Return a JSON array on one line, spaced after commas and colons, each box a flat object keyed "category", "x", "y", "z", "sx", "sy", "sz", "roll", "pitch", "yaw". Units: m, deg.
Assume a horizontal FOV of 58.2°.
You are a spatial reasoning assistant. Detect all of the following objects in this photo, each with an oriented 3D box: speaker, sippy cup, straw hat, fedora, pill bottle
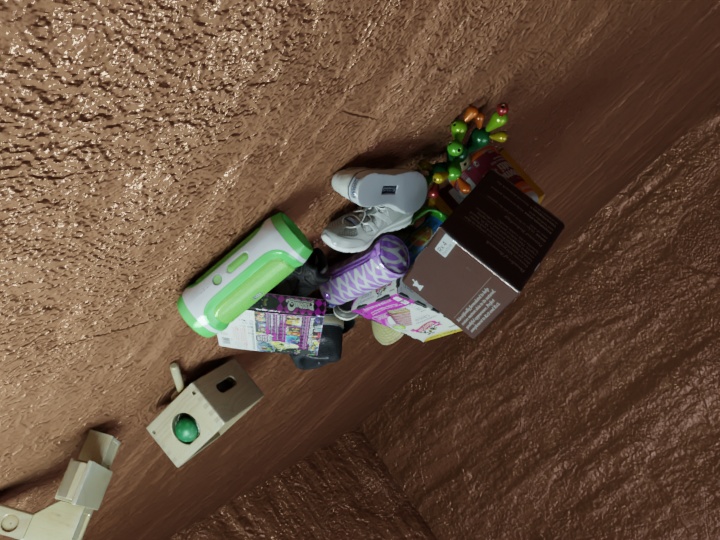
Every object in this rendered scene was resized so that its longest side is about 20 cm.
[{"category": "speaker", "x": -0.167, "y": 0.007, "z": 0.936, "sx": 0.200, "sy": 0.089, "sz": 0.088, "roll": -40, "pitch": 163, "yaw": 6}, {"category": "sippy cup", "x": 0.137, "y": -0.030, "z": 1.295, "sx": 0.130, "sy": 0.178, "sz": 0.140, "roll": -36, "pitch": 177, "yaw": -11}, {"category": "straw hat", "x": 0.041, "y": 0.057, "z": 1.432, "sx": 0.085, "sy": 0.201, "sz": 0.201, "roll": 19, "pitch": 131, "yaw": -27}, {"category": "fedora", "x": -0.096, "y": 0.152, "z": 1.347, "sx": 0.200, "sy": 0.092, "sz": 0.201, "roll": -11, "pitch": 161, "yaw": -4}, {"category": "pill bottle", "x": 0.268, "y": -0.139, "z": 1.239, "sx": 0.109, "sy": 0.200, "sz": 0.110, "roll": -34, "pitch": 163, "yaw": -12}]

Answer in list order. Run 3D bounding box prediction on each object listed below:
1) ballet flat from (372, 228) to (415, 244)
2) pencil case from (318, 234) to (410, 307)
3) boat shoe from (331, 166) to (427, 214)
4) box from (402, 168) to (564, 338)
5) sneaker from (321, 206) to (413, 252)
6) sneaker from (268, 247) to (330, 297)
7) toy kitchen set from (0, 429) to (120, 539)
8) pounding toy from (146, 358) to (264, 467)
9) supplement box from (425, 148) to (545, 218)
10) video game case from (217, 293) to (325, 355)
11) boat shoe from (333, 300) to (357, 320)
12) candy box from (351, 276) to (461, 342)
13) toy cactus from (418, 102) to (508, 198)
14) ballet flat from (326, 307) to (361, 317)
[{"category": "ballet flat", "x": 0.081, "y": -0.057, "z": 1.341, "sx": 0.067, "sy": 0.046, "sz": 0.200, "roll": -45, "pitch": 162, "yaw": 22}, {"category": "pencil case", "x": 0.000, "y": 0.000, "z": 1.191, "sx": 0.085, "sy": 0.084, "sz": 0.200, "roll": 24, "pitch": 145, "yaw": -34}, {"category": "boat shoe", "x": 0.031, "y": -0.130, "z": 1.011, "sx": 0.200, "sy": 0.070, "sz": 0.071, "roll": -8, "pitch": 117, "yaw": -52}, {"category": "box", "x": 0.210, "y": -0.030, "z": 1.113, "sx": 0.200, "sy": 0.164, "sz": 0.166, "roll": -47, "pitch": 173, "yaw": -37}, {"category": "sneaker", "x": 0.013, "y": -0.097, "z": 1.090, "sx": 0.200, "sy": 0.075, "sz": 0.082, "roll": -30, "pitch": 145, "yaw": -37}, {"category": "sneaker", "x": -0.106, "y": 0.029, "z": 1.134, "sx": 0.114, "sy": 0.076, "sz": 0.200, "roll": -26, "pitch": 156, "yaw": -16}, {"category": "toy kitchen set", "x": -0.548, "y": 0.361, "z": 1.119, "sx": 0.163, "sy": 0.180, "sz": 0.200, "roll": 112, "pitch": -6, "yaw": -65}, {"category": "pounding toy", "x": -0.316, "y": 0.259, "z": 1.264, "sx": 0.184, "sy": 0.142, "sz": 0.200, "roll": -44, "pitch": 173, "yaw": 21}, {"category": "supplement box", "x": 0.259, "y": -0.117, "z": 1.396, "sx": 0.200, "sy": 0.133, "sz": 0.197, "roll": -34, "pitch": 163, "yaw": -11}, {"category": "video game case", "x": -0.154, "y": 0.091, "z": 1.091, "sx": 0.181, "sy": 0.036, "sz": 0.200, "roll": 7, "pitch": 154, "yaw": -4}, {"category": "boat shoe", "x": 0.004, "y": 0.024, "z": 1.331, "sx": 0.200, "sy": 0.067, "sz": 0.057, "roll": -48, "pitch": 158, "yaw": -47}, {"category": "candy box", "x": 0.101, "y": 0.071, "z": 1.265, "sx": 0.200, "sy": 0.061, "sz": 0.136, "roll": 24, "pitch": 149, "yaw": -32}, {"category": "toy cactus", "x": 0.179, "y": -0.197, "z": 1.118, "sx": 0.200, "sy": 0.102, "sz": 0.165, "roll": -51, "pitch": 173, "yaw": 6}, {"category": "ballet flat", "x": -0.041, "y": 0.075, "z": 1.430, "sx": 0.071, "sy": 0.071, "sz": 0.200, "roll": -40, "pitch": 162, "yaw": 9}]
